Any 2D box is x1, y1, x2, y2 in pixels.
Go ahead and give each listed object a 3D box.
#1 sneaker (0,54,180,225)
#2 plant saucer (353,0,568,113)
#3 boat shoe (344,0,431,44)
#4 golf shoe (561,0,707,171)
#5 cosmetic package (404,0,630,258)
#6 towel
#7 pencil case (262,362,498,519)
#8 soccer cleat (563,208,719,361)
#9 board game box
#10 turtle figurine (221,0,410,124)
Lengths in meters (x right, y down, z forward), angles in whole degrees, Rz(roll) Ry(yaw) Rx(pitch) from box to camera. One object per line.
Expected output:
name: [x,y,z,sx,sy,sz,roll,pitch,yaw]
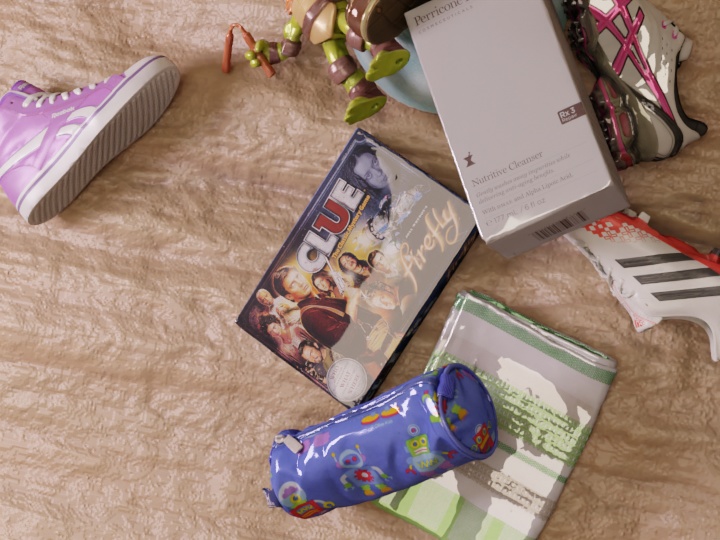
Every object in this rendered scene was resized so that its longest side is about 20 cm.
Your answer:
sneaker: [-0.260,-0.148,1.311,0.200,0.073,0.115,-40,75,12]
plant saucer: [0.076,-0.234,1.228,0.199,0.039,0.203,-1,88,16]
boat shoe: [0.040,-0.266,1.172,0.067,0.072,0.201,25,69,19]
golf shoe: [0.216,-0.186,1.173,0.091,0.073,0.202,-15,91,1]
cosmetic package: [0.121,-0.125,1.135,0.112,0.081,0.202,-25,73,15]
towel: [0.107,0.134,1.208,0.148,0.031,0.201,26,95,17]
pencil case: [0.012,0.140,1.185,0.199,0.087,0.078,-24,36,30]
soccer cleat: [0.220,0.001,1.161,0.199,0.069,0.086,26,87,11]
board game box: [0.000,0.000,1.243,0.135,0.035,0.201,34,97,15]
turtle figurine: [-0.032,-0.203,1.237,0.162,0.064,0.200,53,123,22]
